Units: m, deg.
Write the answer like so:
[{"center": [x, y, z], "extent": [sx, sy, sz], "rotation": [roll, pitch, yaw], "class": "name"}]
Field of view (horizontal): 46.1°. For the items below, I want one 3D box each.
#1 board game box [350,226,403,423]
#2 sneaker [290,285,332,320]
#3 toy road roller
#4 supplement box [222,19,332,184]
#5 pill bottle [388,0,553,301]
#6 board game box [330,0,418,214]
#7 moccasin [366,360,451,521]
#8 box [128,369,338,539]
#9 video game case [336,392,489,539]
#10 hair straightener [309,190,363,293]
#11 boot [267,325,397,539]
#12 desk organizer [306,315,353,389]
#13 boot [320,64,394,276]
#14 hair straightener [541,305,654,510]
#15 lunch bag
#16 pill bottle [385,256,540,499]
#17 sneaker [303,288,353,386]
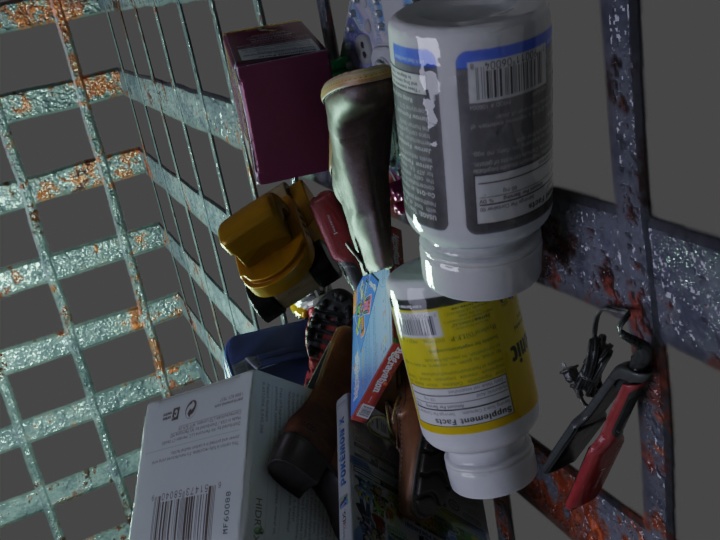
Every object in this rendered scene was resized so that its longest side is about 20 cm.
[{"center": [0.018, 0.050, 0.872], "extent": [0.201, 0.019, 0.104], "rotation": [-89, 23, -55], "class": "board game box"}, {"center": [-0.097, 0.007, 1.275], "extent": [0.199, 0.077, 0.084], "rotation": [19, 122, 55], "class": "sneaker"}, {"center": [-0.118, -0.051, 1.092], "extent": [0.146, 0.122, 0.202], "rotation": [52, -170, -45], "class": "toy road roller"}, {"center": [-0.091, -0.198, 0.960], "extent": [0.201, 0.101, 0.133], "rotation": [-116, 16, -62], "class": "supplement box"}, {"center": [0.083, -0.088, 0.615], "extent": [0.114, 0.112, 0.203], "rotation": [42, 145, 54], "class": "pill bottle"}, {"center": [0.023, -0.186, 0.826], "extent": [0.202, 0.025, 0.201], "rotation": [63, 159, 23], "class": "board game box"}, {"center": [0.054, 0.141, 0.830], "extent": [0.077, 0.073, 0.205], "rotation": [-19, 58, 35], "class": "moccasin"}, {"center": [-0.126, 0.241, 0.939], "extent": [0.197, 0.170, 0.204], "rotation": [-21, 56, 38], "class": "box"}, {"center": [0.056, 0.235, 0.826], "extent": [0.199, 0.022, 0.184], "rotation": [36, -151, -27], "class": "video game case"}, {"center": [0.000, 0.000, 1.039], "extent": [0.202, 0.040, 0.077], "rotation": [61, -176, 16], "class": "hair straightener"}, {"center": [0.009, 0.184, 0.908], "extent": [0.187, 0.201, 0.069], "rotation": [37, 134, -6], "class": "boot"}, {"center": [-0.031, 0.160, 1.056], "extent": [0.071, 0.077, 0.202], "rotation": [31, 123, 6], "class": "desk organizer"}, {"center": [0.012, -0.086, 0.786], "extent": [0.200, 0.071, 0.170], "rotation": [133, 123, -81], "class": "boot"}, {"center": [0.171, 0.098, 0.645], "extent": [0.077, 0.040, 0.202], "rotation": [55, 155, 39], "class": "hair straightener"}, {"center": [-0.116, 0.158, 1.256], "extent": [0.134, 0.196, 0.137], "rotation": [96, 154, -45], "class": "lunch bag"}, {"center": [0.095, 0.089, 0.741], "extent": [0.111, 0.110, 0.204], "rotation": [16, 122, 67], "class": "pill bottle"}, {"center": [-0.030, 0.104, 1.133], "extent": [0.070, 0.098, 0.204], "rotation": [16, 121, 17], "class": "sneaker"}]
